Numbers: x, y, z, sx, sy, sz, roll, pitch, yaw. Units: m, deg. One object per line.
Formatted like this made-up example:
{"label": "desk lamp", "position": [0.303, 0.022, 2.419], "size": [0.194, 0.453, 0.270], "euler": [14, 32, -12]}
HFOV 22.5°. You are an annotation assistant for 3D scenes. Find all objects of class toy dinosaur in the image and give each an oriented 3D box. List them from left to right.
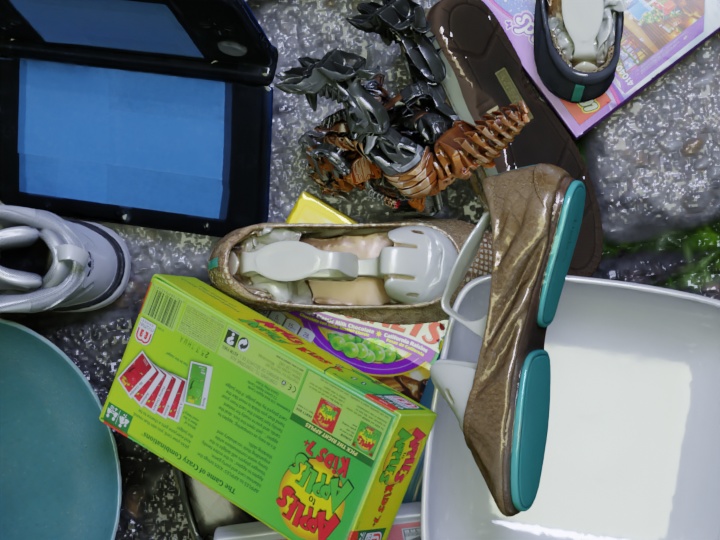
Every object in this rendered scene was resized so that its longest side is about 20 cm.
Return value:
{"label": "toy dinosaur", "position": [0.029, -0.093, 1.123], "size": [0.199, 0.102, 0.136], "euler": [-16, 115, 32]}

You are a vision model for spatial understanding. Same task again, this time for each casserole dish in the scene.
{"label": "casserole dish", "position": [0.090, 0.118, 1.163], "size": [0.120, 0.039, 0.201], "euler": [21, 93, 2]}

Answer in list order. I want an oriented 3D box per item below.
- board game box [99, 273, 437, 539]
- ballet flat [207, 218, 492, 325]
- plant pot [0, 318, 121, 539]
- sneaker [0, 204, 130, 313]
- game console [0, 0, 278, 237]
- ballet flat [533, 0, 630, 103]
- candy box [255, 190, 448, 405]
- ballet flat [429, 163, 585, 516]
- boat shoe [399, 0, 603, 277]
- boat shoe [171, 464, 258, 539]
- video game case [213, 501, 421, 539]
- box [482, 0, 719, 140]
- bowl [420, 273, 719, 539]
{"label": "board game box", "position": [-0.060, 0.089, 1.106], "size": [0.199, 0.048, 0.102], "euler": [28, 101, 30]}
{"label": "ballet flat", "position": [0.000, 0.000, 1.153], "size": [0.198, 0.065, 0.071], "euler": [-4, 85, 2]}
{"label": "plant pot", "position": [-0.273, 0.141, 1.165], "size": [0.134, 0.199, 0.202], "euler": [-19, 89, 43]}
{"label": "sneaker", "position": [-0.257, -0.009, 1.178], "size": [0.198, 0.115, 0.076], "euler": [1, 86, 5]}
{"label": "game console", "position": [-0.161, -0.108, 1.146], "size": [0.198, 0.171, 0.119], "euler": [7, 76, 13]}
{"label": "ballet flat", "position": [0.137, -0.205, 1.120], "size": [0.072, 0.073, 0.202], "euler": [-1, 91, 6]}
{"label": "candy box", "position": [0.022, 0.041, 1.198], "size": [0.199, 0.026, 0.103], "euler": [31, 91, 3]}
{"label": "ballet flat", "position": [0.079, 0.037, 1.042], "size": [0.072, 0.068, 0.202], "euler": [9, 92, 22]}
{"label": "boat shoe", "position": [0.088, -0.078, 1.171], "size": [0.071, 0.076, 0.201], "euler": [-26, 91, -36]}
{"label": "boat shoe", "position": [-0.084, 0.176, 1.196], "size": [0.068, 0.057, 0.201], "euler": [-20, 89, 6]}
{"label": "video game case", "position": [-0.007, 0.245, 1.171], "size": [0.142, 0.017, 0.201], "euler": [-8, 114, 6]}
{"label": "box", "position": [0.134, -0.205, 1.174], "size": [0.137, 0.039, 0.201], "euler": [-37, 88, 5]}
{"label": "bowl", "position": [0.139, 0.105, 1.105], "size": [0.198, 0.075, 0.202], "euler": [8, 91, 2]}
